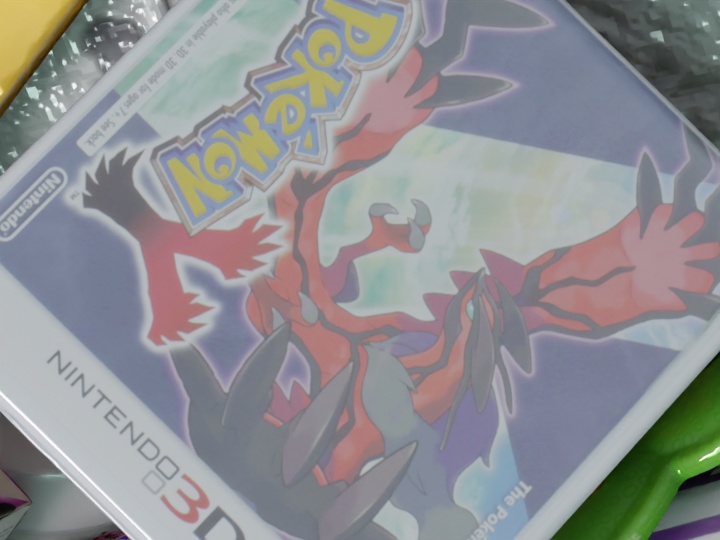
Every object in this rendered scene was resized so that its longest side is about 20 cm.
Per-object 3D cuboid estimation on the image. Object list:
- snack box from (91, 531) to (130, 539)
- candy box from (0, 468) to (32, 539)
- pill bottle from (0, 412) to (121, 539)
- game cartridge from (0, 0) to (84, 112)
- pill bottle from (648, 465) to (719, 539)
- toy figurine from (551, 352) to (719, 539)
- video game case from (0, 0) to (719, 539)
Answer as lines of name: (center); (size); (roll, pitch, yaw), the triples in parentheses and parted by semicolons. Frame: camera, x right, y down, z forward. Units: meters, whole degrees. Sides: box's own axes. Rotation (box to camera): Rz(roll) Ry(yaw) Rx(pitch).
snack box: (-0.029, 0.183, 0.818); (0.142, 0.053, 0.201); (-7, 104, 50)
candy box: (-0.215, 0.103, 0.854); (0.136, 0.061, 0.200); (44, 115, 10)
pill bottle: (-0.098, 0.135, 0.947); (0.112, 0.113, 0.201); (5, 119, 16)
game cartridge: (-0.167, -0.127, 0.836); (0.176, 0.032, 0.200); (40, 122, -5)
pill bottle: (0.088, 0.132, 0.881); (0.199, 0.112, 0.112); (-18, 110, 27)
toy figurine: (0.013, 0.005, 0.808); (0.200, 0.150, 0.184); (-34, 110, 19)
video game case: (0.000, 0.000, 0.746); (0.182, 0.200, 0.023); (44, 165, 1)
